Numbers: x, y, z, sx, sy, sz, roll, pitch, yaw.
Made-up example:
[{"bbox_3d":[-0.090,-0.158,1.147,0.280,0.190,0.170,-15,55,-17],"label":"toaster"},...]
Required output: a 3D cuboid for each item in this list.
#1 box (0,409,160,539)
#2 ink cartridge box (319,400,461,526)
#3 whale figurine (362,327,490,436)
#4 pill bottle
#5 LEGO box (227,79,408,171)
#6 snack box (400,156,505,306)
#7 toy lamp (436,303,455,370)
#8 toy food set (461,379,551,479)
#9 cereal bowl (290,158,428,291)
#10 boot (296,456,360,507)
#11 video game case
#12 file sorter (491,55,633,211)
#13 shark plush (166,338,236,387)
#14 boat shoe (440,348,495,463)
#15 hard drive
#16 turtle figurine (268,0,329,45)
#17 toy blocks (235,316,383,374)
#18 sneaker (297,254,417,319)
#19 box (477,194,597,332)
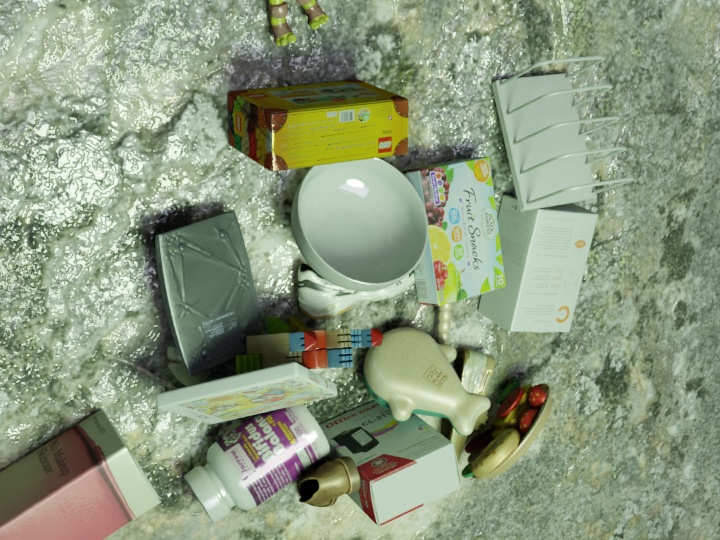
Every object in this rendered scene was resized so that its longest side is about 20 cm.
[{"bbox_3d":[-0.392,0.301,1.433,0.200,0.128,0.109,-33,120,-16],"label":"box"},{"bbox_3d":[0.036,0.282,1.623,0.145,0.200,0.083,-21,115,-21],"label":"ink cartridge box"},{"bbox_3d":[0.096,0.179,1.635,0.159,0.200,0.104,-49,166,-33],"label":"whale figurine"},{"bbox_3d":[-0.153,0.278,1.567,0.200,0.112,0.113,-34,121,-15],"label":"pill bottle"},{"bbox_3d":[-0.057,-0.196,1.421,0.199,0.149,0.078,-10,113,-25],"label":"LEGO box"},{"bbox_3d":[0.140,-0.060,1.599,0.142,0.053,0.201,-15,100,-37],"label":"snack box"},{"bbox_3d":[0.131,0.076,1.685,0.058,0.058,0.201,-7,112,-27],"label":"toy lamp"},{"bbox_3d":[0.235,0.259,1.742,0.049,0.198,0.200,39,78,-5],"label":"toy food set"},{"bbox_3d":[-0.009,-0.060,1.508,0.199,0.083,0.201,8,67,-20],"label":"cereal bowl"},{"bbox_3d":[-0.069,0.320,1.599,0.075,0.200,0.074,-14,77,-23],"label":"boot"},{"bbox_3d":[-0.151,0.171,1.464,0.199,0.023,0.182,-14,162,12],"label":"video game case"},{"bbox_3d":[0.304,-0.207,1.588,0.138,0.124,0.201,-10,85,-26],"label":"file sorter"},{"bbox_3d":[-0.177,0.134,1.530,0.199,0.091,0.084,-3,79,-22],"label":"shark plush"},{"bbox_3d":[0.177,0.229,1.750,0.066,0.074,0.201,8,105,-10],"label":"boat shoe"},{"bbox_3d":[-0.210,0.029,1.459,0.135,0.042,0.201,-22,110,-36],"label":"hard drive"},{"bbox_3d":[-0.112,-0.374,1.374,0.200,0.064,0.162,-39,130,-21],"label":"turtle figurine"},{"bbox_3d":[-0.059,0.110,1.496,0.200,0.136,0.100,3,82,-56],"label":"toy blocks"},{"bbox_3d":[0.000,0.000,1.570,0.199,0.076,0.088,-22,118,-21],"label":"sneaker"},{"bbox_3d":[0.282,-0.010,1.711,0.124,0.097,0.201,3,106,-30],"label":"box"}]
